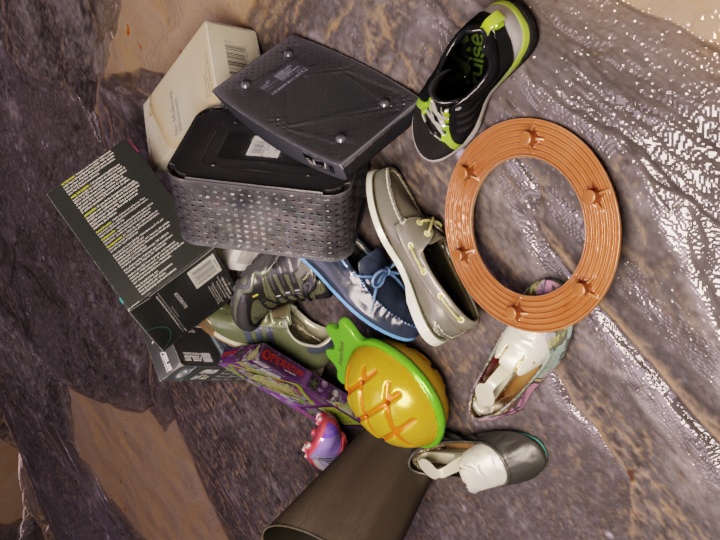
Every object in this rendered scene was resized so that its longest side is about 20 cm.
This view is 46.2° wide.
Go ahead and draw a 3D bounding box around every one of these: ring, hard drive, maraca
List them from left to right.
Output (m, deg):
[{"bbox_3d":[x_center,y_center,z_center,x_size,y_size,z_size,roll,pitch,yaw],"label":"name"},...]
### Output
[{"bbox_3d":[-0.047,-0.173,0.890,0.199,0.135,0.043,33,152,31],"label":"hard drive"},{"bbox_3d":[0.027,0.137,1.025,0.199,0.106,0.138,36,138,31],"label":"maraca"},{"bbox_3d":[0.151,-0.040,0.790,0.199,0.019,0.203,13,108,45],"label":"ring"}]

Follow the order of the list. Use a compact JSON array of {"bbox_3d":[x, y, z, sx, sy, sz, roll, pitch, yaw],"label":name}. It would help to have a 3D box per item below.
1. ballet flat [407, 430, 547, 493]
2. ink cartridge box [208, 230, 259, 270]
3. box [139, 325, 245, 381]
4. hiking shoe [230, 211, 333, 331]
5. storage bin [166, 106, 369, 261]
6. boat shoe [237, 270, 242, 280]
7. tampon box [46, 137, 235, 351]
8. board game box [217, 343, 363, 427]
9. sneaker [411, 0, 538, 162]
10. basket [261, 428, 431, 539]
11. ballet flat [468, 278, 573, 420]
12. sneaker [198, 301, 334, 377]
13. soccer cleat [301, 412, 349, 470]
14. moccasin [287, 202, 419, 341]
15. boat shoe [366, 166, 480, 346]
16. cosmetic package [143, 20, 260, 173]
[{"bbox_3d":[0.130,0.229,0.997,0.199,0.068,0.069,-14,102,53],"label":"ballet flat"},{"bbox_3d":[-0.167,-0.124,1.109,0.201,0.050,0.162,55,127,41],"label":"ink cartridge box"},{"bbox_3d":[-0.235,0.079,1.210,0.043,0.199,0.162,-33,69,20],"label":"box"},{"bbox_3d":[-0.087,0.014,1.060,0.101,0.076,0.201,42,112,15],"label":"hiking shoe"},{"bbox_3d":[-0.095,-0.098,0.923,0.197,0.136,0.094,8,135,8],"label":"storage bin"},{"bbox_3d":[-0.135,0.015,1.187,0.069,0.071,0.201,22,130,3],"label":"boat shoe"},{"bbox_3d":[-0.271,-0.032,1.067,0.200,0.126,0.150,49,168,21],"label":"tampon box"},{"bbox_3d":[-0.087,0.162,1.159,0.199,0.033,0.119,35,149,-26],"label":"board game box"},{"bbox_3d":[0.082,-0.169,0.771,0.072,0.082,0.200,50,143,14],"label":"sneaker"},{"bbox_3d":[0.001,0.301,1.075,0.179,0.200,0.137,0,125,42],"label":"basket"},{"bbox_3d":[0.159,0.095,0.868,0.069,0.071,0.201,43,141,23],"label":"ballet flat"},{"bbox_3d":[-0.122,0.070,1.151,0.199,0.067,0.090,27,126,-8],"label":"sneaker"},{"bbox_3d":[-0.037,0.247,1.179,0.076,0.067,0.200,23,160,4],"label":"soccer cleat"},{"bbox_3d":[0.000,0.000,0.973,0.199,0.081,0.068,39,118,0],"label":"moccasin"},{"bbox_3d":[0.067,-0.023,0.905,0.060,0.072,0.204,-24,87,33],"label":"boat shoe"},{"bbox_3d":[-0.198,-0.208,1.055,0.199,0.072,0.105,-32,64,48],"label":"cosmetic package"}]
